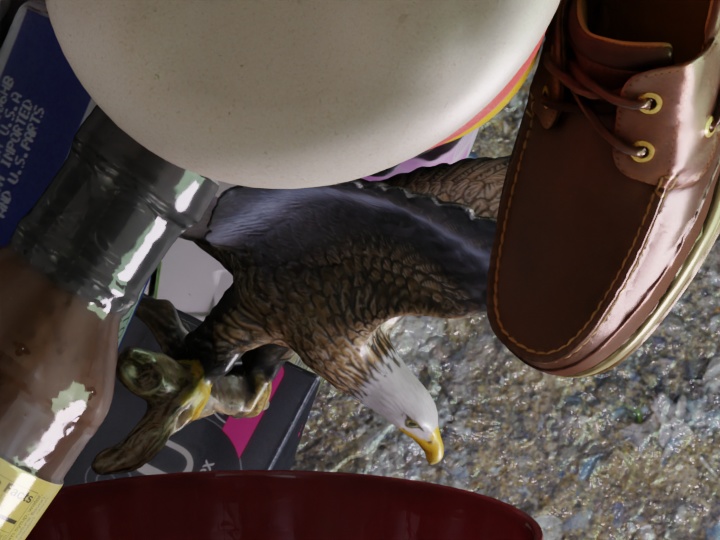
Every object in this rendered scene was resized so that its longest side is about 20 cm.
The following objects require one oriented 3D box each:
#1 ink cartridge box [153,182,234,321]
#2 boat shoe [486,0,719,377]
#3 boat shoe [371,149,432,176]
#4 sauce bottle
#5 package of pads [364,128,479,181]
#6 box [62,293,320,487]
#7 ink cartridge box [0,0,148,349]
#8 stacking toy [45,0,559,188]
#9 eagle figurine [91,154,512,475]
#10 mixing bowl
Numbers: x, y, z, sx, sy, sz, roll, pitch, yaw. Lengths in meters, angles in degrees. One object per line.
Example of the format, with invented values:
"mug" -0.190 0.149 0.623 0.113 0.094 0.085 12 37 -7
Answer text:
"ink cartridge box" -0.029 -0.066 1.138 0.200 0.067 0.117 -61 175 -28
"boat shoe" 0.080 -0.061 0.668 0.068 0.072 0.200 -2 119 -55
"boat shoe" 0.007 -0.130 0.754 0.060 0.074 0.200 -16 110 -46
"sauce bottle" -0.111 0.046 0.608 0.200 0.065 0.065 -55 176 -3
"package of pads" 0.004 -0.105 0.921 0.076 0.120 0.200 -63 177 -22
"box" -0.101 0.117 1.079 0.200 0.106 0.122 108 8 -61
"ink cartridge box" -0.102 -0.006 0.736 0.200 0.041 0.200 -52 167 -75
"stacking toy" 0.008 -0.077 0.649 0.146 0.146 0.200 -64 160 -3
"eagle figurine" 0.005 0.005 0.874 0.200 0.151 0.152 -34 -146 26
"mixing bowl" -0.037 0.140 0.782 0.200 0.200 0.108 -44 134 -80
